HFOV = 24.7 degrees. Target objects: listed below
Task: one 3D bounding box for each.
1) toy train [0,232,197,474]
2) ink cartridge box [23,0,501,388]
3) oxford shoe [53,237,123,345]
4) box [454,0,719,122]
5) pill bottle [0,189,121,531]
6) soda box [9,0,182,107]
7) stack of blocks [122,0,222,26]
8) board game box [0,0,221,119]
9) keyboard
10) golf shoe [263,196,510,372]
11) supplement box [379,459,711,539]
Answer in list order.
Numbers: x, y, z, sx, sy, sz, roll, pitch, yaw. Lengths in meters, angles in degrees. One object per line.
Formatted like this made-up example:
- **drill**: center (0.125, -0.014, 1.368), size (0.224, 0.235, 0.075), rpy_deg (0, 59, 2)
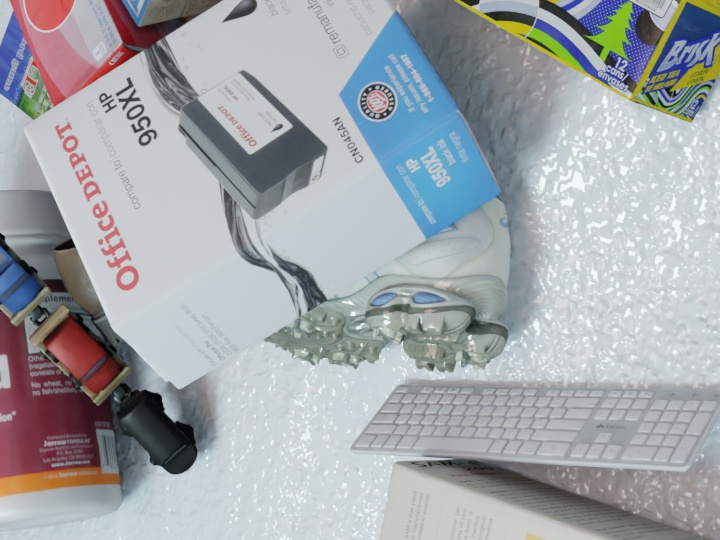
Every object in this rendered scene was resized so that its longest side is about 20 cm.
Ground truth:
- **toy train**: center (-0.167, 0.047, 0.962), size (0.034, 0.200, 0.046), rpy_deg (-44, 15, -4)
- **ink cartridge box**: center (-0.052, -0.057, 0.844), size (0.199, 0.084, 0.145), rpy_deg (-32, 58, 3)
- **oxford shoe**: center (-0.095, -0.046, 0.934), size (0.200, 0.073, 0.085), rpy_deg (-37, 102, 11)
- **box**: center (0.090, -0.149, 0.821), size (0.200, 0.070, 0.065), rpy_deg (37, 108, 34)
- **pill bottle**: center (-0.216, 0.058, 1.028), size (0.114, 0.114, 0.201), rpy_deg (-17, 77, 37)
- **soda box**: center (-0.174, -0.188, 0.988), size (0.070, 0.063, 0.201), rpy_deg (-41, 64, 30)
- **stack of blocks**: center (-0.132, -0.253, 0.923), size (0.201, 0.058, 0.115), rpy_deg (58, 145, 18)
- **board game box**: center (-0.131, -0.161, 1.019), size (0.199, 0.041, 0.201), rpy_deg (35, 109, 34)
- **keyboard**: center (0.085, 0.077, 0.826), size (0.199, 0.056, 0.011), rpy_deg (-2, 119, 39)
- **golf shoe**: center (0.000, 0.000, 0.900), size (0.199, 0.078, 0.098), rpy_deg (1, 68, 36)
- **supplement box**: center (0.100, 0.177, 0.791), size (0.199, 0.073, 0.127), rpy_deg (16, 97, 38)
